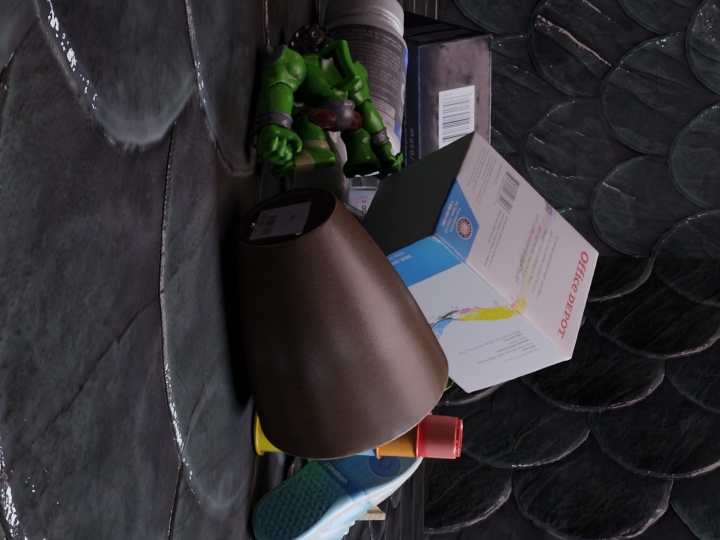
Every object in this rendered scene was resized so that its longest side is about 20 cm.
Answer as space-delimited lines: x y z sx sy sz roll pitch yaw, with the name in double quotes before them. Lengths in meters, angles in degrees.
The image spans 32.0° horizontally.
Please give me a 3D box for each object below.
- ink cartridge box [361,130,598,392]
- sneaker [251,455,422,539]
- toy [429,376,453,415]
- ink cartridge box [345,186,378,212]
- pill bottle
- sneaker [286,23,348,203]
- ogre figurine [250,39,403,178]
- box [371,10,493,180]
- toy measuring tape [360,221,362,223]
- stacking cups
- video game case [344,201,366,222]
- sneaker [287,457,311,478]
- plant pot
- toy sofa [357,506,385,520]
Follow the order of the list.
"ink cartridge box" 0.111 -0.003 1.255 0.200 0.145 0.147 42 49 -22
"sneaker" -0.024 0.242 1.288 0.080 0.200 0.131 49 -27 30
"toy" 0.063 0.146 1.384 0.200 0.047 0.115 119 -4 -64
"ink cartridge box" -0.008 0.005 1.586 0.163 0.057 0.200 142 -54 -80
"pill bottle" -0.003 -0.221 1.460 0.114 0.114 0.200 77 16 -62
"sneaker" -0.053 -0.157 1.321 0.072 0.072 0.200 -162 -113 -69
"ogre figurine" -0.034 -0.156 1.232 0.098 0.200 0.120 -24 -106 56
"box" 0.066 -0.219 1.625 0.200 0.117 0.197 30 -52 52
"toy measuring tape" 0.020 0.044 1.325 0.074 0.073 0.200 -61 140 -74
"stacking cups" -0.002 0.153 1.222 0.061 0.200 0.061 0 90 -81
"video game case" 0.000 0.000 1.424 0.200 0.017 0.143 32 -49 49
"sneaker" -0.048 0.218 1.424 0.200 0.075 0.089 -84 153 -46
"plant pot" -0.036 0.034 1.131 0.187 0.187 0.200 -78 152 -54
"toy sofa" -0.022 0.220 1.611 0.083 0.097 0.200 -174 -95 -73
